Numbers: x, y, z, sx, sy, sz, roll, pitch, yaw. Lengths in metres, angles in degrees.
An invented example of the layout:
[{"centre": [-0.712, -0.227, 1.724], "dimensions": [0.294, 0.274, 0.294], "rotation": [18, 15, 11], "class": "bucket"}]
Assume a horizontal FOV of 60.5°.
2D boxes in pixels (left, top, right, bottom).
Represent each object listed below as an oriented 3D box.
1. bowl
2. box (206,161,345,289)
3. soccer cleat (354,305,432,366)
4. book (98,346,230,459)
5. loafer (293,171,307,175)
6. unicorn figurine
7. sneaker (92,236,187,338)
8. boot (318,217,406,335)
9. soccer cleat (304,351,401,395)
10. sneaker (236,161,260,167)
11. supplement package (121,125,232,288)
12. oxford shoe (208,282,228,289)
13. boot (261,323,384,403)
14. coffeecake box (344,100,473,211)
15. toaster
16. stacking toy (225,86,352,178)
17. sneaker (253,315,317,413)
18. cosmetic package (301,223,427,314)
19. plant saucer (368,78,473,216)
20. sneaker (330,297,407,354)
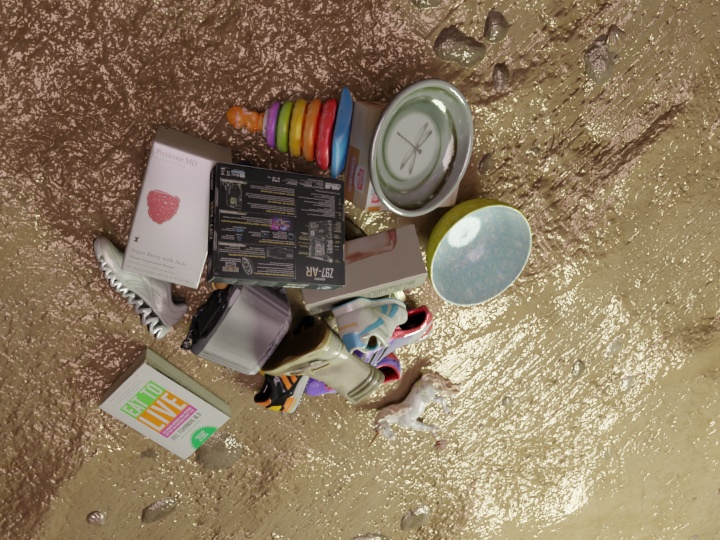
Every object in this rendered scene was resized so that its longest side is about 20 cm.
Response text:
[{"centre": [0.194, -0.050, 1.101], "dimensions": [0.195, 0.108, 0.204], "rotation": [-10, 126, -14], "class": "bowl"}, {"centre": [-0.118, -0.060, 0.889], "dimensions": [0.196, 0.043, 0.165], "rotation": [4, 79, -25], "class": "box"}, {"centre": [0.045, 0.123, 1.147], "dimensions": [0.196, 0.069, 0.074], "rotation": [-24, 149, -9], "class": "soccer cleat"}, {"centre": [-0.356, 0.250, 1.132], "dimensions": [0.133, 0.048, 0.200], "rotation": [-43, 118, 10], "class": "book"}, {"centre": [-0.083, -0.063, 1.035], "dimensions": [0.072, 0.062, 0.204], "rotation": [-37, 131, -39], "class": "loafer"}, {"centre": [0.111, 0.289, 1.263], "dimensions": [0.136, 0.074, 0.203], "rotation": [30, 89, -15], "class": "unicorn figurine"}, {"centre": [-0.362, 0.017, 1.016], "dimensions": [0.080, 0.075, 0.202], "rotation": [-35, 124, -9], "class": "sneaker"}, {"centre": [-0.022, 0.022, 1.100], "dimensions": [0.154, 0.073, 0.201], "rotation": [-36, 123, -2], "class": "boot"}, {"centre": [-0.017, 0.202, 1.181], "dimensions": [0.195, 0.073, 0.070], "rotation": [-14, 116, -9], "class": "soccer cleat"}, {"centre": [-0.158, -0.080, 1.014], "dimensions": [0.076, 0.085, 0.204], "rotation": [-21, 116, -5], "class": "sneaker"}, {"centre": [-0.282, -0.099, 0.952], "dimensions": [0.119, 0.120, 0.204], "rotation": [15, 108, -19], "class": "supplement package"}, {"centre": [-0.185, -0.053, 0.954], "dimensions": [0.070, 0.071, 0.203], "rotation": [22, 110, 0], "class": "oxford shoe"}, {"centre": [-0.068, 0.171, 1.056], "dimensions": [0.154, 0.073, 0.198], "rotation": [38, 141, -25], "class": "boot"}, {"centre": [0.077, -0.185, 1.001], "dimensions": [0.197, 0.073, 0.157], "rotation": [-7, 117, -36], "class": "coffeecake box"}, {"centre": [-0.207, 0.091, 1.061], "dimensions": [0.128, 0.114, 0.202], "rotation": [30, 104, -26], "class": "toaster"}, {"centre": [-0.113, -0.224, 0.963], "dimensions": [0.195, 0.119, 0.110], "rotation": [9, 152, -1], "class": "stacking toy"}, {"centre": [-0.138, 0.174, 1.138], "dimensions": [0.088, 0.070, 0.204], "rotation": [11, 112, -22], "class": "sneaker"}, {"centre": [0.000, 0.000, 0.992], "dimensions": [0.195, 0.104, 0.089], "rotation": [-14, 78, -4], "class": "cosmetic package"}, {"centre": [0.082, -0.185, 0.922], "dimensions": [0.197, 0.050, 0.205], "rotation": [-18, 122, -31], "class": "plant saucer"}, {"centre": [0.021, 0.093, 1.028], "dimensions": [0.075, 0.198, 0.083], "rotation": [-22, 78, 29], "class": "sneaker"}]
